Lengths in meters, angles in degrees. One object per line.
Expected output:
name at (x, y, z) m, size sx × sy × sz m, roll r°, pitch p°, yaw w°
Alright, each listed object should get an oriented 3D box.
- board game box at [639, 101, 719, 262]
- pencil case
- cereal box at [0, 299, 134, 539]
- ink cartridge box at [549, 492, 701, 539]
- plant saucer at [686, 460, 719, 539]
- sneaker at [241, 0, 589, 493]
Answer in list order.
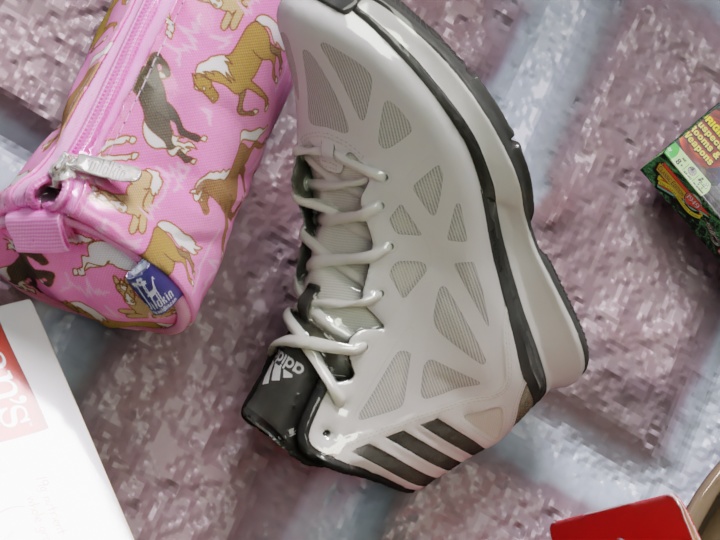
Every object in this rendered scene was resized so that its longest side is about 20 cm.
board game box at (0.208, 0.007, 0.981) m, size 0.200 × 0.023 × 0.105 m, roll 49°, pitch 55°, yaw 2°
pencil case at (-0.058, -0.077, 0.876) m, size 0.083 × 0.086 × 0.200 m, roll 31°, pitch 68°, yaw -18°
cereal box at (-0.173, 0.097, 0.796) m, size 0.199 × 0.040 × 0.144 m, roll -16°, pitch 63°, yaw -23°
ink cartridge box at (0.098, 0.185, 0.868) m, size 0.067 × 0.116 × 0.201 m, roll -20°, pitch 86°, yaw -22°
plant saucer at (0.196, 0.148, 0.964) m, size 0.199 × 0.029 × 0.201 m, roll 5°, pitch 77°, yaw -21°
sneaker at (0.000, 0.000, 0.859) m, size 0.115 × 0.076 × 0.201 m, roll -42°, pitch 127°, yaw -19°
